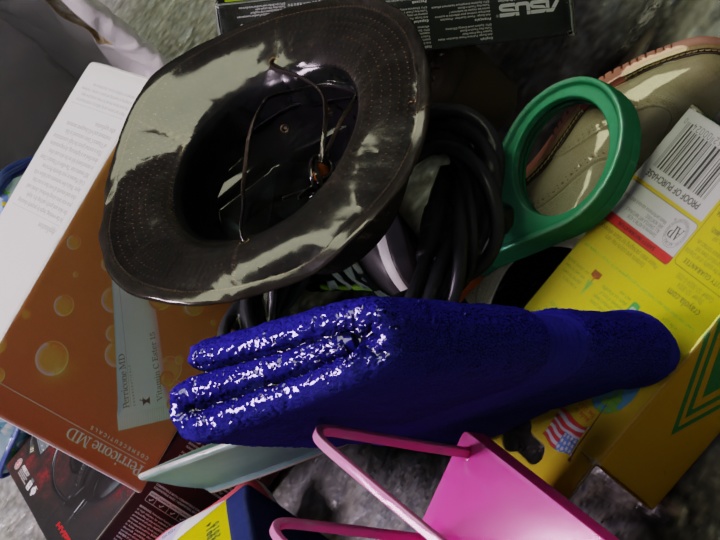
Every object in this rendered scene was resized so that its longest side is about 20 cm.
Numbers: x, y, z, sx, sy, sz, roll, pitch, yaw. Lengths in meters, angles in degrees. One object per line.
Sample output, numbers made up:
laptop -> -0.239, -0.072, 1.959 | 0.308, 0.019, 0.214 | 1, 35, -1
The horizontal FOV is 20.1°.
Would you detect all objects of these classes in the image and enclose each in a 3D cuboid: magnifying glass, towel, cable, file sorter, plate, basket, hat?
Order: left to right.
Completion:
basket -> -0.277, -0.123, 1.539 | 0.201, 0.198, 0.161 | -59, 29, -9
hat -> -0.036, -0.047, 1.052 | 0.200, 0.081, 0.202 | -18, 52, 24
plate -> -0.021, 0.083, 1.080 | 0.200, 0.200, 0.026 | -22, 87, 38
cable -> 0.000, 0.000, 1.081 | 0.200, 0.051, 0.163 | -54, 38, -7
file sorter -> 0.013, 0.184, 0.878 | 0.139, 0.125, 0.201 | 36, 106, 44
towel -> 0.029, 0.041, 0.909 | 0.147, 0.199, 0.050 | -24, 71, 40
magnifying glass -> 0.070, -0.020, 1.070 | 0.200, 0.022, 0.080 | -48, 46, 24

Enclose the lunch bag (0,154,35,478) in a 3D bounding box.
lunch bag -> -0.218, 0.026, 1.335 | 0.161, 0.082, 0.201 | -53, -17, -72

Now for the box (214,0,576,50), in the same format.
box -> 0.022, -0.167, 1.194 | 0.199, 0.048, 0.193 | -6, 21, 3

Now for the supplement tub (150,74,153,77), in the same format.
supplement tub -> -0.105, -0.083, 1.332 | 0.107, 0.107, 0.200 | -46, 11, 10

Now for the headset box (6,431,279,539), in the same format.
headset box -> -0.111, 0.090, 1.237 | 0.200, 0.077, 0.149 | -52, 32, 4

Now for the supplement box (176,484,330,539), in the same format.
supplement box -> -0.087, 0.226, 1.047 | 0.200, 0.109, 0.109 | -39, 35, 18

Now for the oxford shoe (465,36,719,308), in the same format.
oxford shoe -> 0.130, -0.043, 1.083 | 0.200, 0.071, 0.074 | -43, 46, 27

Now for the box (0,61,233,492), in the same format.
box -> -0.139, 0.002, 1.156 | 0.201, 0.124, 0.097 | -60, 31, -4

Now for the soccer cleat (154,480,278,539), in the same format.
soccer cleat -> -0.119, 0.196, 1.158 | 0.200, 0.068, 0.073 | -38, 34, 14

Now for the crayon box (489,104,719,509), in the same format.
crayon box -> 0.143, 0.027, 1.003 | 0.200, 0.051, 0.127 | -50, 32, 4

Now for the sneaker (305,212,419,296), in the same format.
sneaker -> -0.010, -0.005, 1.203 | 0.083, 0.072, 0.200 | -41, 24, -2

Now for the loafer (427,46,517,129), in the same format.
loafer -> 0.037, -0.107, 1.253 | 0.076, 0.067, 0.200 | -62, 17, 0
